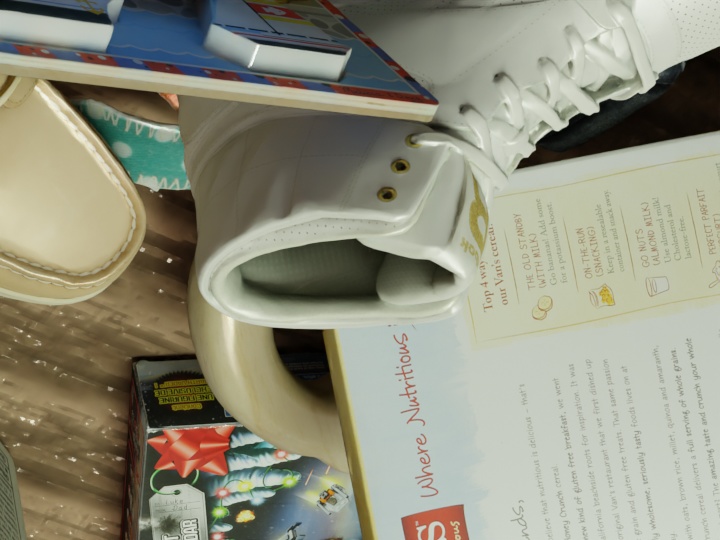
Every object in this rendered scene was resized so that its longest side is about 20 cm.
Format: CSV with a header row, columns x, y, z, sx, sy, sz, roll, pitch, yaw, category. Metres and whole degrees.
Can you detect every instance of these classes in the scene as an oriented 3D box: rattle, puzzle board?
x,y,z,sx,sy,sz,roll,pitch,yaw,category
0.000,0.000,0.787,0.130,0.143,0.200,-31,130,0,rattle
-0.092,-0.089,0.650,0.199,0.151,0.017,3,118,-38,puzzle board

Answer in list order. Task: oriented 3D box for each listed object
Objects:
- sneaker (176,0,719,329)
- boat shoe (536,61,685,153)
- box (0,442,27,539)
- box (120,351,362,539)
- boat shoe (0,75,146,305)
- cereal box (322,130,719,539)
x,y,z,sx,sy,sz,roll,pitch,yaw,category
0.043,-0.041,0.702,0.199,0.116,0.074,-17,139,13,sneaker
0.089,-0.121,0.762,0.091,0.071,0.200,23,129,-32,boat shoe
-0.178,0.119,0.805,0.109,0.200,0.128,-25,133,6,box
-0.026,0.117,0.957,0.136,0.040,0.200,-3,132,-12,box
-0.139,-0.056,0.711,0.200,0.069,0.074,37,76,-23,boat shoe
0.091,0.033,0.767,0.199,0.040,0.144,-10,90,-6,cereal box
